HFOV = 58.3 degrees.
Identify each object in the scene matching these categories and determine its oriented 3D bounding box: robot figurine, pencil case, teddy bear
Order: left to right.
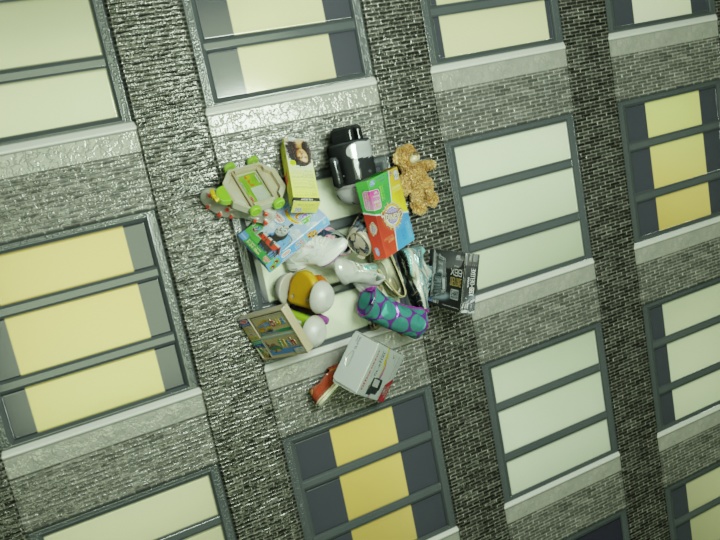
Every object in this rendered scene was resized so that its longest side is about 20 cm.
[{"bbox_3d":[-0.023,-0.278,1.715,0.146,0.124,0.206,-15,100,-16],"label":"robot figurine"},{"bbox_3d":[0.031,-0.127,1.732,0.202,0.076,0.091,-60,137,-37],"label":"pencil case"},{"bbox_3d":[0.091,0.115,1.769,0.197,0.085,0.094,24,90,-27],"label":"pencil case"},{"bbox_3d":[0.161,-0.258,1.818,0.141,0.066,0.206,-12,100,-22],"label":"teddy bear"}]

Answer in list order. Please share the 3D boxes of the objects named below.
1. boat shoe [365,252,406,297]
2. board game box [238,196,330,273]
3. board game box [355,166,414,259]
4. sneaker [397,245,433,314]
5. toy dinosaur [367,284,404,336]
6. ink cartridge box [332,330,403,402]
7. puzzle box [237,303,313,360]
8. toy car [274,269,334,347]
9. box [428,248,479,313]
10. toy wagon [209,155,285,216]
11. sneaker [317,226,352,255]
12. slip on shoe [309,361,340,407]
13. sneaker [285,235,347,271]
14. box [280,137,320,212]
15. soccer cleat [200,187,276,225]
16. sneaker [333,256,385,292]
[{"bbox_3d":[0.069,-0.014,1.807,0.072,0.063,0.204,-30,105,-16],"label":"boat shoe"},{"bbox_3d":[-0.196,-0.104,1.652,0.199,0.151,0.037,-39,140,-14],"label":"board game box"},{"bbox_3d":[0.067,-0.151,1.684,0.152,0.040,0.205,-33,112,-49],"label":"board game box"},{"bbox_3d":[0.177,0.027,1.847,0.084,0.077,0.205,-20,102,-21],"label":"sneaker"},{"bbox_3d":[0.068,0.129,1.824,0.100,0.058,0.203,-33,106,-17],"label":"toy dinosaur"},{"bbox_3d":[0.024,0.264,1.749,0.149,0.081,0.199,-64,152,-5],"label":"ink cartridge box"},{"bbox_3d":[-0.219,0.159,1.645,0.025,0.197,0.135,-43,109,-42],"label":"puzzle box"},{"bbox_3d":[-0.139,0.105,1.703,0.149,0.171,0.206,13,90,-58],"label":"toy car"},{"bbox_3d":[0.256,0.026,1.811,0.048,0.199,0.163,3,95,-23],"label":"box"},{"bbox_3d":[-0.286,-0.203,1.610,0.197,0.040,0.157,-22,66,-31],"label":"toy wagon"},{"bbox_3d":[-0.106,-0.096,1.720,0.196,0.082,0.072,20,91,-21],"label":"sneaker"},{"bbox_3d":[-0.065,0.283,1.784,0.061,0.074,0.200,40,73,13],"label":"slip on shoe"},{"bbox_3d":[-0.126,-0.059,1.663,0.101,0.195,0.075,64,29,-24],"label":"sneaker"},{"bbox_3d":[-0.155,-0.244,1.647,0.073,0.050,0.205,-2,61,-21],"label":"box"},{"bbox_3d":[-0.309,-0.170,1.649,0.194,0.079,0.070,15,128,-6],"label":"soccer cleat"},{"bbox_3d":[0.000,0.000,1.723,0.199,0.087,0.077,29,45,-58],"label":"sneaker"}]
